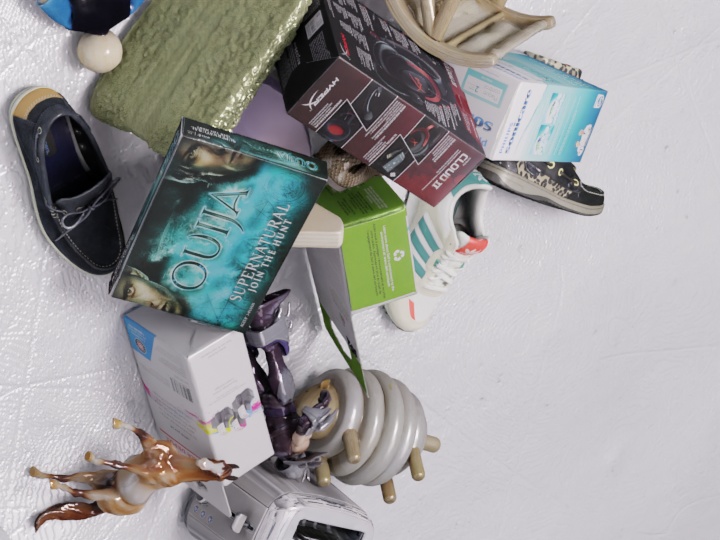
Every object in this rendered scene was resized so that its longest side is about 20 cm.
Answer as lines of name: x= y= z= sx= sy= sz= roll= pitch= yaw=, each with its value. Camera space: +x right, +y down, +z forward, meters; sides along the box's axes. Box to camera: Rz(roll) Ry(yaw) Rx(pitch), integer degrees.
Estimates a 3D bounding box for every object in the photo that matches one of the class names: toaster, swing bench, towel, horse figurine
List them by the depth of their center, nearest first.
towel: x=-0.140 y=-0.194 z=1.466 sx=0.201 sy=0.148 sz=0.036 roll=-57 pitch=152 yaw=-3
swing bench: x=0.113 y=-0.315 z=1.581 sx=0.199 sy=0.129 sz=0.201 roll=-38 pitch=139 yaw=-61
horse figurine: x=-0.229 y=0.199 z=1.585 sx=0.132 sy=0.050 sz=0.200 roll=24 pitch=136 yaw=-39
toaster: x=-0.077 y=0.267 z=1.738 sx=0.200 sy=0.129 sz=0.114 roll=22 pitch=95 yaw=-44

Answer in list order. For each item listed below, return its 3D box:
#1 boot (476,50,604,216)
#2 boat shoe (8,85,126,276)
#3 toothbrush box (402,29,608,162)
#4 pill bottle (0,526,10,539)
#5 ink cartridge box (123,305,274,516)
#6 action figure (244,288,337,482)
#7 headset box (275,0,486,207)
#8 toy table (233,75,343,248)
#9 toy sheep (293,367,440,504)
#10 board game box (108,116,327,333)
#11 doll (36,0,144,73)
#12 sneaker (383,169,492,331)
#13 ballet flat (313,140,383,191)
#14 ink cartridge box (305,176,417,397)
boot: x=0.223 y=-0.149 z=1.839 sx=0.203 sy=0.073 sz=0.155 roll=13 pitch=98 yaw=-44
boat shoe: x=-0.255 y=-0.072 z=1.480 sx=0.074 sy=0.062 sz=0.201 roll=-35 pitch=130 yaw=-25
toothbrush box: x=0.134 y=-0.173 z=1.663 sx=0.200 sy=0.146 sz=0.086 roll=-5 pitch=119 yaw=-56
pill bottle: x=-0.389 y=0.268 z=1.490 sx=0.200 sy=0.111 sz=0.111 roll=26 pitch=92 yaw=-44
ink cartridge box: x=-0.153 y=0.129 z=1.620 sx=0.068 sy=0.115 sz=0.201 roll=-31 pitch=127 yaw=-27
action figure: x=-0.085 y=0.124 z=1.665 sx=0.069 sy=0.130 sz=0.201 roll=-33 pitch=112 yaw=-48
headset box: x=0.021 y=-0.158 z=1.492 sx=0.200 sy=0.149 sz=0.075 roll=30 pitch=118 yaw=-31
toy table: x=-0.109 y=-0.068 z=1.526 sx=0.183 sy=0.117 sz=0.201 roll=-7 pitch=130 yaw=3
toy sheep: x=0.007 y=0.171 z=1.762 sx=0.199 sy=0.138 sz=0.138 roll=24 pitch=94 yaw=-38
board game box: x=-0.128 y=-0.035 z=1.455 sx=0.135 sy=0.028 sz=0.200 roll=16 pitch=129 yaw=-17
doll: x=-0.224 y=-0.267 z=1.424 sx=0.136 sy=0.048 sz=0.201 roll=-14 pitch=118 yaw=-34
sneaker: x=0.086 y=-0.021 z=1.766 sx=0.070 sy=0.093 sz=0.201 roll=6 pitch=105 yaw=-41
ballet flat: x=0.008 y=-0.121 z=1.567 sx=0.046 sy=0.067 sz=0.200 roll=-38 pitch=-179 yaw=22
ink cartridge box: x=0.000 y=0.000 z=1.658 sx=0.075 sy=0.148 sz=0.201 roll=-18 pitch=123 yaw=-12
